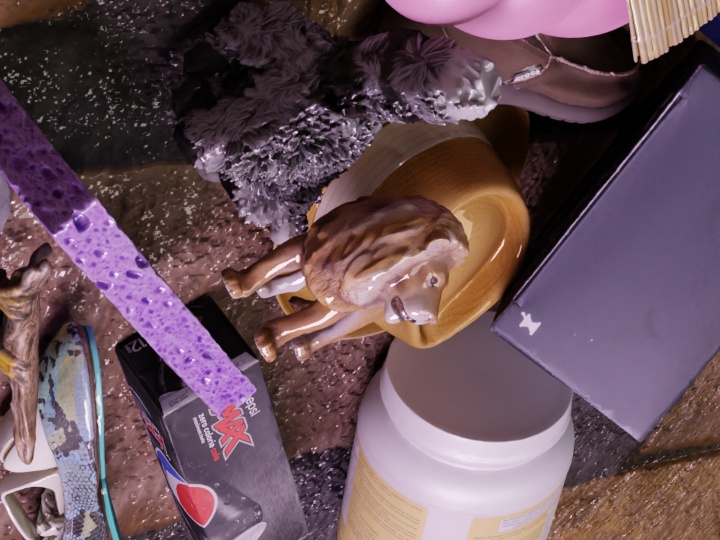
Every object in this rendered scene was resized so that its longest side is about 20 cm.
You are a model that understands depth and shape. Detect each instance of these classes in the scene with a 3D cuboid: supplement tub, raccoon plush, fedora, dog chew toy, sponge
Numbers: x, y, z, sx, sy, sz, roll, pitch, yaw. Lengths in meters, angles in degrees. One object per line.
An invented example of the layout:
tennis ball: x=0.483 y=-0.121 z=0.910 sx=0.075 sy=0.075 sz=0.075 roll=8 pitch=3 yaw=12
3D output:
supplement tub: x=0.063 y=0.139 z=1.231 sx=0.145 sy=0.145 sz=0.200 roll=-18 pitch=138 yaw=-29
raccoon plush: x=-0.008 y=-0.058 z=0.942 sx=0.097 sy=0.200 sz=0.134 roll=-63 pitch=146 yaw=-16
fedora: x=0.041 y=-0.020 z=1.096 sx=0.200 sy=0.082 sz=0.201 roll=-24 pitch=141 yaw=-21
dog chew toy: x=0.079 y=-0.172 z=0.919 sx=0.200 sy=0.124 sz=0.125 roll=-21 pitch=141 yaw=-46
sponge: x=-0.127 y=-0.008 z=0.932 sx=0.030 sy=0.112 sz=0.200 roll=-40 pitch=144 yaw=-5

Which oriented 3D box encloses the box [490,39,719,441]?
box: x=0.191 y=-0.025 z=1.124 sx=0.197 sy=0.117 sz=0.200 roll=-52 pitch=179 yaw=15

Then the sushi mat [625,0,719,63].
sushi mat: x=0.154 y=-0.203 z=0.881 sx=0.096 sy=0.012 sz=0.200 roll=-37 pitch=134 yaw=-23

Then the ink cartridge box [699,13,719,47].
ink cartridge box: x=0.305 y=-0.176 z=1.092 sx=0.200 sy=0.094 sz=0.044 roll=-26 pitch=141 yaw=-22

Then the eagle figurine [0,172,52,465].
eagle figurine: x=-0.248 y=0.014 z=0.860 sx=0.199 sy=0.151 sz=0.152 roll=5 pitch=85 yaw=-10

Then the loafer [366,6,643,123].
loafer: x=0.097 y=-0.132 z=1.038 sx=0.200 sy=0.073 sz=0.071 roll=-3 pitch=129 yaw=-41

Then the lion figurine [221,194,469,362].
lion figurine: x=0.000 y=0.000 z=0.977 sx=0.122 sy=0.073 sz=0.200 roll=-26 pitch=-178 yaw=5

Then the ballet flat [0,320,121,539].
ballet flat: x=-0.177 y=0.112 z=1.054 sx=0.074 sy=0.074 sz=0.200 roll=-23 pitch=137 yaw=-23

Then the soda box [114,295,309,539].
soda box: x=-0.088 y=0.110 z=1.132 sx=0.071 sy=0.063 sz=0.200 roll=-30 pitch=142 yaw=-15
